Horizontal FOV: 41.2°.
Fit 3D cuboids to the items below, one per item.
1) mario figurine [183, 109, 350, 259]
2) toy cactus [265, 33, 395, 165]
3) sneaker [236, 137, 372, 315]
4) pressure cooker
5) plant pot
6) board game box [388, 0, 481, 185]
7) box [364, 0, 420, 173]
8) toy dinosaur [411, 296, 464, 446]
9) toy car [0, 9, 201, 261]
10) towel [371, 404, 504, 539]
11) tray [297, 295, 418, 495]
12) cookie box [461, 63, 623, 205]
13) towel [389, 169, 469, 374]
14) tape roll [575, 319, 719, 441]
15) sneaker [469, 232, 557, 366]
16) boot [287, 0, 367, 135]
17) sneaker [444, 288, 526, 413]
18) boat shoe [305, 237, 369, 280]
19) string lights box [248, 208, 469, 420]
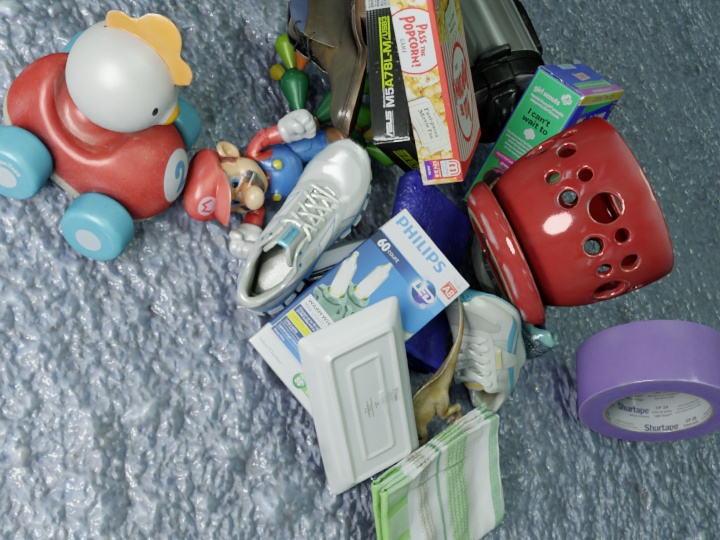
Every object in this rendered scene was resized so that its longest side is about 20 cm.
[{"bbox_3d":[-0.087,-0.087,0.979,0.200,0.106,0.124,-19,88,-37],"label":"mario figurine"},{"bbox_3d":[-0.049,-0.180,1.103,0.165,0.102,0.200,-44,104,-27],"label":"toy cactus"},{"bbox_3d":[-0.054,-0.039,0.922,0.075,0.200,0.087,32,3,3],"label":"sneaker"},{"bbox_3d":[0.144,-0.264,1.246,0.176,0.178,0.200,-6,68,-52],"label":"pressure cooker"},{"bbox_3d":[0.229,-0.051,1.092,0.200,0.182,0.201,-23,90,-86],"label":"plant pot"},{"bbox_3d":[0.081,-0.211,1.007,0.152,0.046,0.201,-63,144,-60],"label":"board game box"},{"bbox_3d":[0.052,-0.218,1.074,0.193,0.047,0.201,22,65,-75],"label":"box"},{"bbox_3d":[0.077,0.134,1.012,0.200,0.058,0.101,-54,152,-7],"label":"toy dinosaur"},{"bbox_3d":[-0.203,-0.144,0.839,0.177,0.200,0.185,40,47,-19],"label":"toy car"},{"bbox_3d":[0.088,0.245,0.994,0.200,0.031,0.150,-25,113,-47],"label":"towel"},{"bbox_3d":[0.007,0.128,0.917,0.107,0.022,0.200,-25,126,-22],"label":"tray"},{"bbox_3d":[0.238,-0.163,1.242,0.075,0.200,0.171,38,28,19],"label":"cookie box"},{"bbox_3d":[0.071,0.006,1.061,0.148,0.049,0.201,36,60,-59],"label":"towel"},{"bbox_3d":[0.381,0.146,1.238,0.200,0.200,0.085,26,52,-31],"label":"tape roll"},{"bbox_3d":[0.202,0.020,1.214,0.078,0.086,0.201,13,59,-48],"label":"sneaker"},{"bbox_3d":[-0.041,-0.231,1.033,0.097,0.075,0.201,7,57,-3],"label":"boot"},{"bbox_3d":[0.139,0.090,1.082,0.081,0.076,0.200,-63,146,-25],"label":"sneaker"},{"bbox_3d":[-0.002,0.000,1.052,0.199,0.073,0.068,-12,94,-58],"label":"boat shoe"},{"bbox_3d":[-0.003,0.043,0.949,0.200,0.059,0.103,-41,91,-8],"label":"string lights box"}]
